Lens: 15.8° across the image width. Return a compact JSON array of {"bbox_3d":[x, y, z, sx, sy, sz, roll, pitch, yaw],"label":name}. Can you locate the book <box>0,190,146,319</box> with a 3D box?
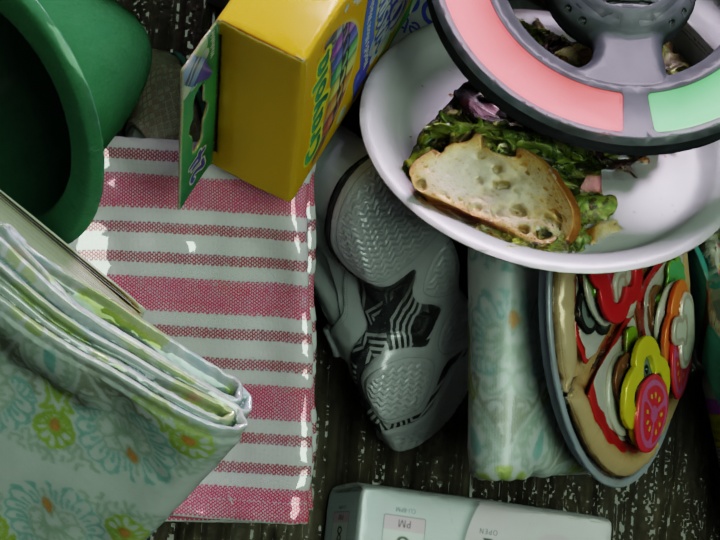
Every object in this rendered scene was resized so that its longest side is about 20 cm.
[{"bbox_3d":[-0.225,0.004,1.277,0.200,0.133,0.048,42,35,-18],"label":"book"}]

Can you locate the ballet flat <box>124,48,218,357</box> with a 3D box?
[{"bbox_3d":[-0.098,-0.017,1.374,0.062,0.067,0.201,-16,92,-23],"label":"ballet flat"}]

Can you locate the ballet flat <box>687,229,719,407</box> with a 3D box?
[{"bbox_3d":[0.220,0.032,1.464,0.064,0.200,0.076,0,120,-6],"label":"ballet flat"}]

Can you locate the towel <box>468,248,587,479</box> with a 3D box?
[{"bbox_3d":[0.114,0.027,1.424,0.200,0.048,0.172,6,81,-62],"label":"towel"}]

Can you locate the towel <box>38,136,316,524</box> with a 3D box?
[{"bbox_3d":[-0.095,0.032,1.341,0.145,0.030,0.201,1,95,2],"label":"towel"}]

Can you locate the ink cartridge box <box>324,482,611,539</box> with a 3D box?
[{"bbox_3d":[0.053,0.227,1.437,0.162,0.057,0.201,10,76,-25],"label":"ink cartridge box"}]

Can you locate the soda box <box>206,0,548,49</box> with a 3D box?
[{"bbox_3d":[0.019,-0.142,1.443,0.199,0.063,0.069,25,73,-23],"label":"soda box"}]

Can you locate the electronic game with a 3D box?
[{"bbox_3d":[0.130,-0.146,1.302,0.199,0.042,0.201,3,61,-6],"label":"electronic game"}]

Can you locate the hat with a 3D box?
[{"bbox_3d":[-0.132,-0.121,1.322,0.176,0.199,0.166,-38,124,-41],"label":"hat"}]

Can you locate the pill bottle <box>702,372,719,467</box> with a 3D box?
[{"bbox_3d":[0.269,0.144,1.519,0.104,0.104,0.201,-12,91,-26],"label":"pill bottle"}]

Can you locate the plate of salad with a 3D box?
[{"bbox_3d":[0.099,-0.076,1.315,0.199,0.048,0.201,5,44,-5],"label":"plate of salad"}]

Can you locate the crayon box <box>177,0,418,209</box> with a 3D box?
[{"bbox_3d":[-0.021,-0.126,1.294,0.051,0.126,0.200,26,61,10],"label":"crayon box"}]

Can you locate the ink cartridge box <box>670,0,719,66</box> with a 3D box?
[{"bbox_3d":[0.247,-0.119,1.427,0.146,0.200,0.084,-34,57,-6],"label":"ink cartridge box"}]

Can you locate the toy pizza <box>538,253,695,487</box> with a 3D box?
[{"bbox_3d":[0.147,0.016,1.390,0.200,0.032,0.201,4,85,-63],"label":"toy pizza"}]

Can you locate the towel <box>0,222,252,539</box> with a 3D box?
[{"bbox_3d":[-0.166,0.075,1.259,0.171,0.200,0.048,35,43,-10],"label":"towel"}]

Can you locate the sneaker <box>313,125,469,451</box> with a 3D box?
[{"bbox_3d":[0.000,0.000,1.418,0.075,0.115,0.201,-30,133,-22],"label":"sneaker"}]
